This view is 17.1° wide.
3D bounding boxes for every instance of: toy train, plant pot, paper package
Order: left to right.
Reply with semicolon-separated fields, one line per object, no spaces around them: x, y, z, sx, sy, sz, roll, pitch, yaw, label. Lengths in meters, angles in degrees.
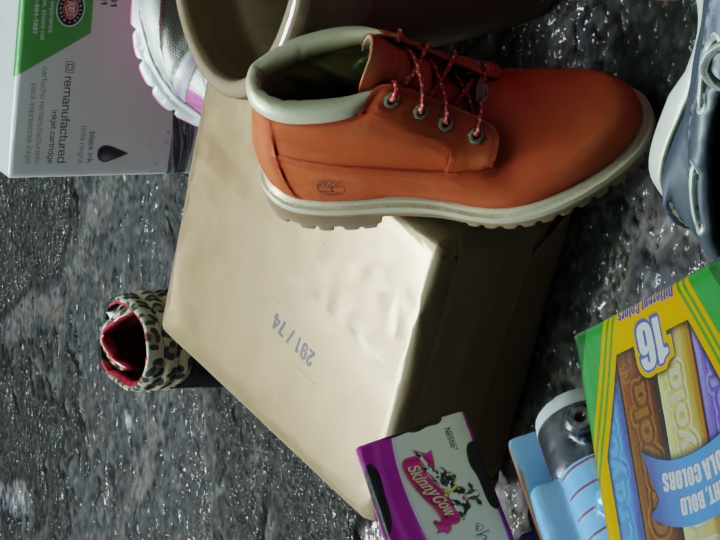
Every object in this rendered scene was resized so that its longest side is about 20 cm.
0.000;0.000;1.305;0.200;0.103;0.192;40;130;36;paper package
0.012;-0.190;1.244;0.200;0.174;0.202;178;90;-65;plant pot
0.124;0.142;1.092;0.115;0.086;0.201;74;180;-53;toy train

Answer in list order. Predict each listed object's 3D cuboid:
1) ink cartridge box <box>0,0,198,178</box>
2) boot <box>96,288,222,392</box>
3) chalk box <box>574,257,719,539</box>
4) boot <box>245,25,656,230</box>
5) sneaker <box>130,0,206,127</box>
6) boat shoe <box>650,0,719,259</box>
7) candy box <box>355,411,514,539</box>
-0.142;-0.140;1.549;0.083;0.199;0.148;36;124;56;ink cartridge box
-0.097;0.026;1.512;0.203;0.153;0.074;-148;61;-60;boot
0.180;0.104;0.962;0.124;0.124;0.201;147;119;-61;chalk box
0.042;-0.075;1.156;0.107;0.199;0.075;73;-167;-56;boot
-0.059;-0.111;1.470;0.088;0.081;0.200;-29;103;45;sneaker
0.170;-0.090;1.009;0.062;0.074;0.201;-114;31;-44;boat shoe
0.058;0.185;1.197;0.201;0.061;0.137;76;176;-52;candy box
